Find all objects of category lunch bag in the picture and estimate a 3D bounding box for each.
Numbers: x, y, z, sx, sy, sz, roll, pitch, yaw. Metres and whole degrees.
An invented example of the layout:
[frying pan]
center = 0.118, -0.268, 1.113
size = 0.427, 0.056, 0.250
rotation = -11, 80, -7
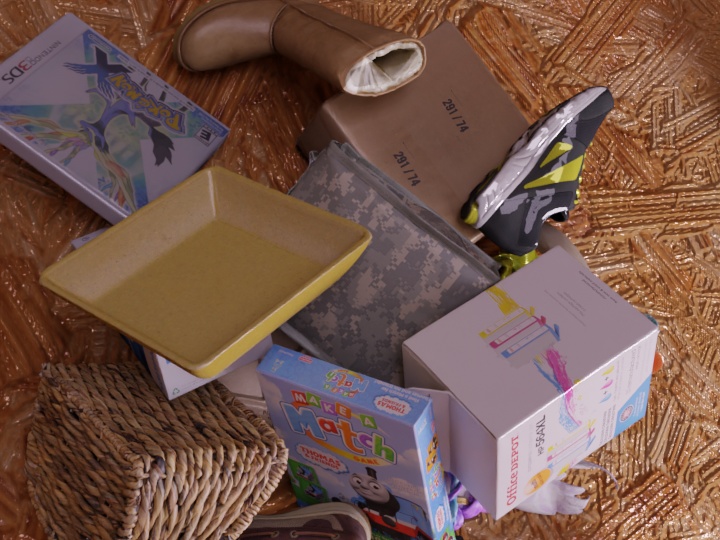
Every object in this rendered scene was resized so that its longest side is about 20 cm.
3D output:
[lunch bag]
center = 0.000, 0.000, 1.047
size = 0.200, 0.118, 0.164
rotation = 39, 100, 0

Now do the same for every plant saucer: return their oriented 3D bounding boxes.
[plant saucer]
center = -0.122, 0.006, 0.937
size = 0.199, 0.049, 0.200
rotation = 23, 47, 36

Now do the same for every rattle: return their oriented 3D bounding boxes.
[rattle]
center = 0.177, 0.048, 1.129
size = 0.142, 0.130, 0.200
rotation = -19, 61, -33

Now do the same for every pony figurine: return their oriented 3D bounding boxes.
[pony figurine]
center = 0.135, 0.160, 1.098
size = 0.192, 0.167, 0.201
rotation = 4, 62, 0

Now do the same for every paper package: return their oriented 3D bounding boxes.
[paper package]
center = 0.068, -0.117, 1.175
size = 0.190, 0.103, 0.200
rotation = -36, 87, -22

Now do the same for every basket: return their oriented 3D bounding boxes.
[basket]
center = -0.174, 0.172, 0.966
size = 0.148, 0.200, 0.143
rotation = 0, 110, -39

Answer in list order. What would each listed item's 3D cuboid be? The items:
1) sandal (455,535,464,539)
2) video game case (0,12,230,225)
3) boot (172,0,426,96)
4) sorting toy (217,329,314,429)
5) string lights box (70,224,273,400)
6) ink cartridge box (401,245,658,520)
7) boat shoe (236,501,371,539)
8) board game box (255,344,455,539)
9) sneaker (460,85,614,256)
[sandal]
center = 0.004, 0.276, 1.059
size = 0.200, 0.075, 0.048
rotation = -11, 55, -28
[video game case]
center = -0.244, -0.142, 1.091
size = 0.200, 0.022, 0.183
rotation = 36, 43, -4
[boot]
center = -0.064, -0.215, 1.121
size = 0.175, 0.066, 0.200
rotation = -29, 42, -23
[sorting toy]
center = -0.076, 0.066, 1.115
size = 0.184, 0.036, 0.201
rotation = 11, 66, -14
[string lights box]
center = -0.168, 0.020, 1.018
size = 0.102, 0.059, 0.200
rotation = -24, 38, -21
[ink cartridge box]
center = 0.132, 0.101, 0.982
size = 0.199, 0.129, 0.125
rotation = -31, 52, -20
[boat shoe]
center = -0.089, 0.252, 0.991
size = 0.199, 0.072, 0.073
rotation = -12, 105, 6
[board game box]
center = -0.001, 0.160, 0.987
size = 0.151, 0.201, 0.037
rotation = 16, 49, 27
[sneaker]
center = 0.182, -0.094, 1.115
size = 0.085, 0.074, 0.200
rotation = 46, 76, -5
